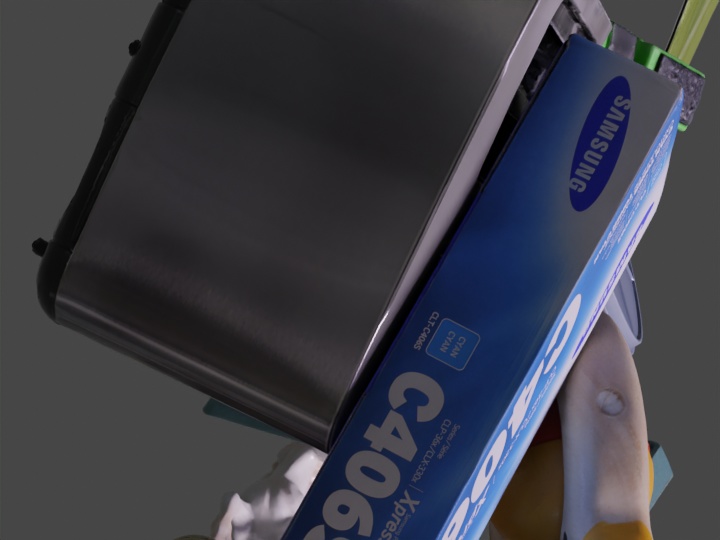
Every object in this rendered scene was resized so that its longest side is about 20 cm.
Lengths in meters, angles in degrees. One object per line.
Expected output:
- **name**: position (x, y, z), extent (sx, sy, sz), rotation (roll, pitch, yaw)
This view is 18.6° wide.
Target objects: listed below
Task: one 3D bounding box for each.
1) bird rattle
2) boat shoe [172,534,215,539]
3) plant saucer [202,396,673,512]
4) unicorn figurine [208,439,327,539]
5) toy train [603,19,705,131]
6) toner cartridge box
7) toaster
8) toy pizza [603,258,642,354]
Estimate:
- **bird rattle**: position (0.075, 0.081, 0.814), extent (0.163, 0.112, 0.201), rotation (115, -16, -57)
- **boat shoe**: position (-0.110, 0.191, 0.909), extent (0.200, 0.072, 0.065), rotation (-53, 166, -21)
- **plant saucer**: position (0.034, 0.068, 0.961), extent (0.070, 0.199, 0.019), rotation (-39, 139, -61)
- **unicorn figurine**: position (-0.040, 0.149, 1.102), extent (0.137, 0.073, 0.201), rotation (-54, 165, -76)
- **toy train**: position (0.086, -0.103, 0.974), extent (0.200, 0.056, 0.042), rotation (19, 92, -49)
- **toner cartridge box**: position (0.038, 0.033, 0.701), extent (0.201, 0.043, 0.095), rotation (-60, 168, -18)
- **toaster**: position (-0.009, -0.043, 0.735), extent (0.182, 0.118, 0.200), rotation (-64, 167, 1)
- **toy pizza**: position (0.108, -0.049, 1.177), extent (0.200, 0.032, 0.201), rotation (-17, 90, -79)
